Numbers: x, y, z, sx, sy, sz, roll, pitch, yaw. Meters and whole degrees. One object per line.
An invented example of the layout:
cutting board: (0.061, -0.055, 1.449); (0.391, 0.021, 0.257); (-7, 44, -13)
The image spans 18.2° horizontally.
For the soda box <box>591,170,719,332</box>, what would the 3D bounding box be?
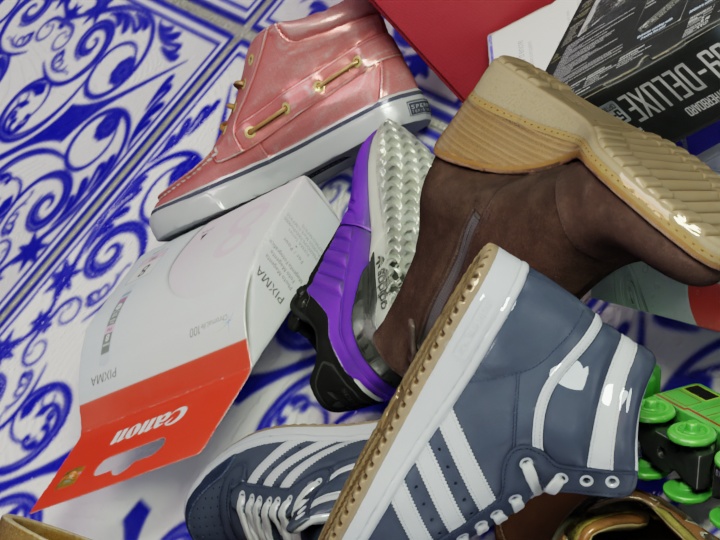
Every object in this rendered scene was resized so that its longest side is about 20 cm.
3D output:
soda box: (0.195, -0.003, 1.042); (0.200, 0.068, 0.064); (16, 109, 53)

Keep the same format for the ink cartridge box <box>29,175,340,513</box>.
ink cartridge box: (-0.112, 0.042, 1.320); (0.162, 0.057, 0.200); (-23, 21, 42)

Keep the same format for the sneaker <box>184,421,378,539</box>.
sneaker: (-0.029, 0.130, 1.131); (0.200, 0.070, 0.109); (-15, 20, 35)

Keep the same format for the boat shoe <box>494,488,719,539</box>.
boat shoe: (0.120, 0.126, 1.010); (0.072, 0.068, 0.200); (-55, 34, -11)

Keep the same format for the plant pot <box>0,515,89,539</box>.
plant pot: (-0.121, 0.242, 1.068); (0.186, 0.186, 0.200); (13, 79, 53)

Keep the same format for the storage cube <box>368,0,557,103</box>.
storage cube: (0.066, -0.243, 1.350); (0.200, 0.180, 0.171); (-36, 35, 15)

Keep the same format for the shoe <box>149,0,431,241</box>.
shoe: (-0.057, -0.094, 1.400); (0.200, 0.071, 0.091); (-26, 82, 23)

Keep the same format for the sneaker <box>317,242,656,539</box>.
sneaker: (0.054, 0.098, 1.002); (0.200, 0.108, 0.070); (-61, 4, 14)

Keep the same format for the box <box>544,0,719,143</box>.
box: (0.177, -0.137, 1.102); (0.200, 0.050, 0.158); (-28, 26, 49)

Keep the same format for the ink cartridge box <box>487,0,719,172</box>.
ink cartridge box: (0.164, -0.104, 1.222); (0.200, 0.043, 0.198); (-27, 38, 24)

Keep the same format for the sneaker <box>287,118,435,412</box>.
sneaker: (0.000, 0.000, 1.277); (0.099, 0.070, 0.200); (-34, 33, 30)

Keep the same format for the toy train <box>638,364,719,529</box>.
toy train: (0.152, 0.078, 1.038); (0.056, 0.042, 0.200); (-12, 25, -31)

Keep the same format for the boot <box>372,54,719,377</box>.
boot: (0.090, 0.008, 1.059); (0.200, 0.072, 0.166); (42, 117, 48)
